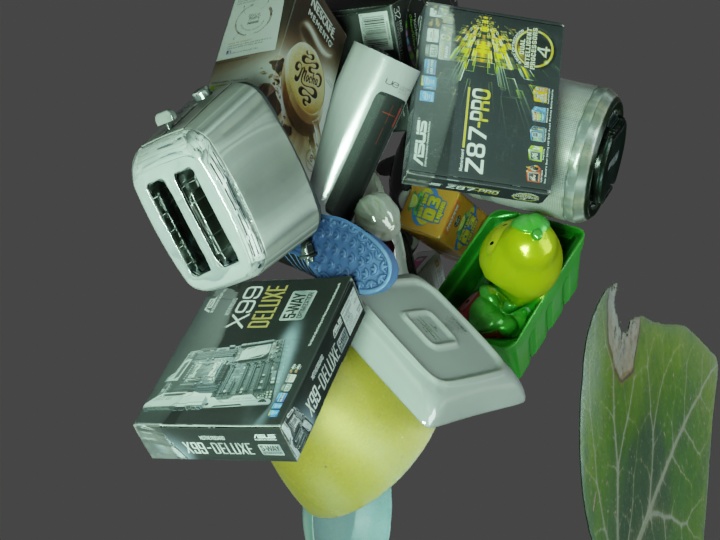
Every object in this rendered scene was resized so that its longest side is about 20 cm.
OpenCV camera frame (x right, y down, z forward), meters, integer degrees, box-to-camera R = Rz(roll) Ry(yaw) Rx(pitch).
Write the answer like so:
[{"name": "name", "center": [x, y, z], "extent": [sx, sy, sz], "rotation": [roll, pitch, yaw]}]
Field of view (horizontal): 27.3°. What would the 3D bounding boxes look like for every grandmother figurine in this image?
[{"name": "grandmother figurine", "center": [0.000, 0.000, 1.624], "extent": [0.121, 0.060, 0.200], "rotation": [-54, 165, -50]}]

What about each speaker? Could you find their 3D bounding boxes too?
[{"name": "speaker", "center": [-0.012, -0.142, 1.588], "extent": [0.081, 0.081, 0.200], "rotation": [12, 105, -63]}]

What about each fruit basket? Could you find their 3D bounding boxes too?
[{"name": "fruit basket", "center": [0.174, 0.002, 1.749], "extent": [0.215, 0.155, 0.216], "rotation": [-27, 124, -48]}]

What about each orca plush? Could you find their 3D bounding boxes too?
[{"name": "orca plush", "center": [0.056, -0.114, 1.829], "extent": [0.105, 0.071, 0.200], "rotation": [-45, 150, -37]}]

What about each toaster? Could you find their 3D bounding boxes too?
[{"name": "toaster", "center": [-0.124, -0.068, 1.386], "extent": [0.129, 0.113, 0.200], "rotation": [-44, 113, -52]}]

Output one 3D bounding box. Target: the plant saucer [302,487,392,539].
[{"name": "plant saucer", "center": [-0.023, 0.269, 1.668], "extent": [0.201, 0.039, 0.202], "rotation": [-3, 90, -64]}]

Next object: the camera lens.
[{"name": "camera lens", "center": [0.200, -0.150, 1.733], "extent": [0.160, 0.199, 0.161], "rotation": [15, 90, -72]}]

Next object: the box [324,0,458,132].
[{"name": "box", "center": [0.031, -0.254, 1.725], "extent": [0.200, 0.124, 0.149], "rotation": [-42, 126, -59]}]

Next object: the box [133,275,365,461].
[{"name": "box", "center": [-0.100, 0.090, 1.391], "extent": [0.200, 0.157, 0.050], "rotation": [-64, 142, -43]}]

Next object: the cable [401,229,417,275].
[{"name": "cable", "center": [0.077, 0.047, 1.800], "extent": [0.097, 0.050, 0.201], "rotation": [-8, 93, -62]}]

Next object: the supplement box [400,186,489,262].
[{"name": "supplement box", "center": [0.111, -0.056, 1.830], "extent": [0.067, 0.069, 0.200], "rotation": [-67, 155, -2]}]

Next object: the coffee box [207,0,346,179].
[{"name": "coffee box", "center": [-0.089, -0.194, 1.524], "extent": [0.113, 0.080, 0.201], "rotation": [51, 44, -50]}]

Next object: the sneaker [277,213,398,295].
[{"name": "sneaker", "center": [-0.035, -0.025, 1.491], "extent": [0.078, 0.200, 0.070], "rotation": [11, 101, -58]}]

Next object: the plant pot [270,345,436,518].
[{"name": "plant pot", "center": [-0.035, 0.131, 1.518], "extent": [0.142, 0.200, 0.200], "rotation": [44, 45, -25]}]

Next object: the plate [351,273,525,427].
[{"name": "plate", "center": [0.065, 0.069, 1.521], "extent": [0.200, 0.200, 0.032], "rotation": [-5, 136, -55]}]

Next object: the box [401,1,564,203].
[{"name": "box", "center": [0.135, -0.183, 1.622], "extent": [0.049, 0.161, 0.201], "rotation": [117, -19, -77]}]

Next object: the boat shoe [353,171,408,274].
[{"name": "boat shoe", "center": [0.021, -0.028, 1.728], "extent": [0.068, 0.072, 0.201], "rotation": [-25, 99, -62]}]

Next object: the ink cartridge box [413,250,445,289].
[{"name": "ink cartridge box", "center": [0.061, 0.057, 1.861], "extent": [0.200, 0.037, 0.095], "rotation": [-49, 130, -57]}]
